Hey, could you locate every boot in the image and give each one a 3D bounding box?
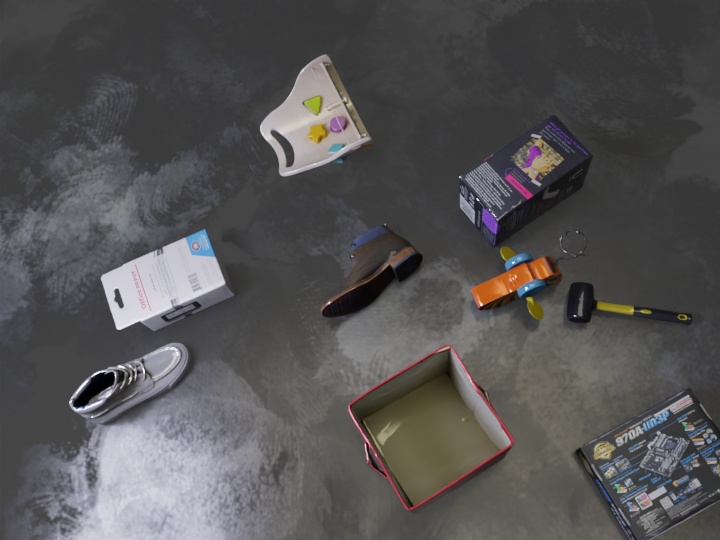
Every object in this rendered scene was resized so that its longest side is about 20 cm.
[{"bbox_3d":[-0.381,0.183,1.214,0.200,0.096,0.074,-37,70,-8],"label":"boot"},{"bbox_3d":[0.000,0.000,1.260,0.200,0.075,0.097,-31,57,-13],"label":"boot"}]

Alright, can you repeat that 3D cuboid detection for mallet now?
[{"bbox_3d":[0.441,0.055,1.202,0.200,0.041,0.066,2,73,3],"label":"mallet"}]

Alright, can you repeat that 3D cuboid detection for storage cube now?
[{"bbox_3d":[0.103,0.243,1.093,0.200,0.180,0.171,-31,70,-4],"label":"storage cube"}]

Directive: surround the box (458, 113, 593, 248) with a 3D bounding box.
[{"bbox_3d":[0.278,-0.151,1.248,0.200,0.122,0.106,-33,69,-7],"label":"box"}]

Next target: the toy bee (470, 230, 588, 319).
[{"bbox_3d":[0.290,0.017,1.208,0.200,0.109,0.131,-9,76,30],"label":"toy bee"}]

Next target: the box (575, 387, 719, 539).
[{"bbox_3d":[0.456,0.294,1.104,0.200,0.046,0.159,-28,69,-4],"label":"box"}]

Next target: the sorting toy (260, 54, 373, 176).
[{"bbox_3d":[-0.089,-0.260,1.349,0.180,0.107,0.200,-27,69,4],"label":"sorting toy"}]

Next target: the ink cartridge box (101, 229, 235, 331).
[{"bbox_3d":[-0.337,0.026,1.282,0.200,0.068,0.116,-23,69,-3],"label":"ink cartridge box"}]
